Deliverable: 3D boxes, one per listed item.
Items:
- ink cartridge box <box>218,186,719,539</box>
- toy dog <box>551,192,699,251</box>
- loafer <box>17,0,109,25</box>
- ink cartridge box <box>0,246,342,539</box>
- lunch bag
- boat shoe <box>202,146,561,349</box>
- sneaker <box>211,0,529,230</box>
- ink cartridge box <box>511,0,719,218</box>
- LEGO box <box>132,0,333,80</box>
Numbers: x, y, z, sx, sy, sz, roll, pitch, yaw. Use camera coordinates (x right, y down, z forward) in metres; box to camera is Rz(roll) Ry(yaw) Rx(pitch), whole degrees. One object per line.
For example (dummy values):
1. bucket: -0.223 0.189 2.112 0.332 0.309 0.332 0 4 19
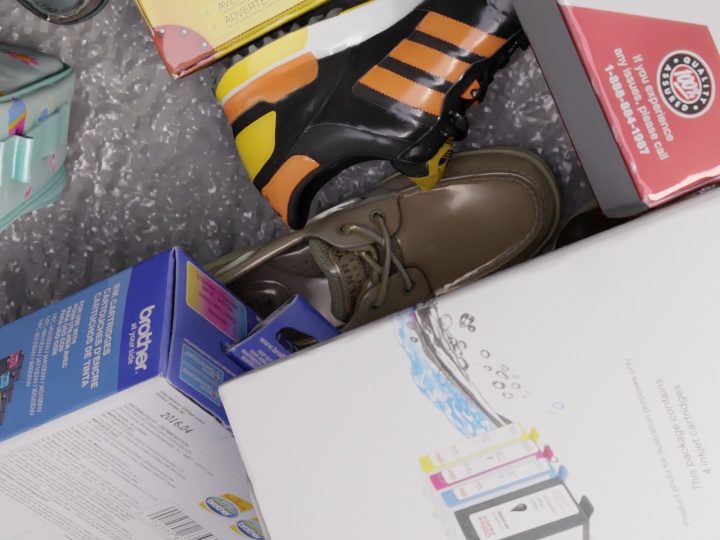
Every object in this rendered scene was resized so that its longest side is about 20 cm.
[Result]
1. ink cartridge box: 0.076 0.071 0.676 0.199 0.147 0.145 -21 86 16
2. toy dog: 0.132 0.061 0.813 0.193 0.139 0.201 15 106 35
3. loafer: -0.179 -0.204 0.819 0.072 0.063 0.201 -24 98 11
4. ink cartridge box: -0.096 0.073 0.804 0.199 0.077 0.136 -21 137 27
5. lunch bag: -0.211 -0.063 0.781 0.160 0.200 0.077 13 105 2
6. boat shoe: 0.000 0.000 0.837 0.199 0.065 0.072 -20 98 11
7. sneaker: 0.036 -0.086 0.803 0.199 0.070 0.090 -23 83 12
8. ink cartridge box: 0.157 -0.124 0.643 0.199 0.083 0.147 -23 90 -3
9. LEGO box: -0.027 -0.198 0.794 0.199 0.077 0.149 -26 97 11
